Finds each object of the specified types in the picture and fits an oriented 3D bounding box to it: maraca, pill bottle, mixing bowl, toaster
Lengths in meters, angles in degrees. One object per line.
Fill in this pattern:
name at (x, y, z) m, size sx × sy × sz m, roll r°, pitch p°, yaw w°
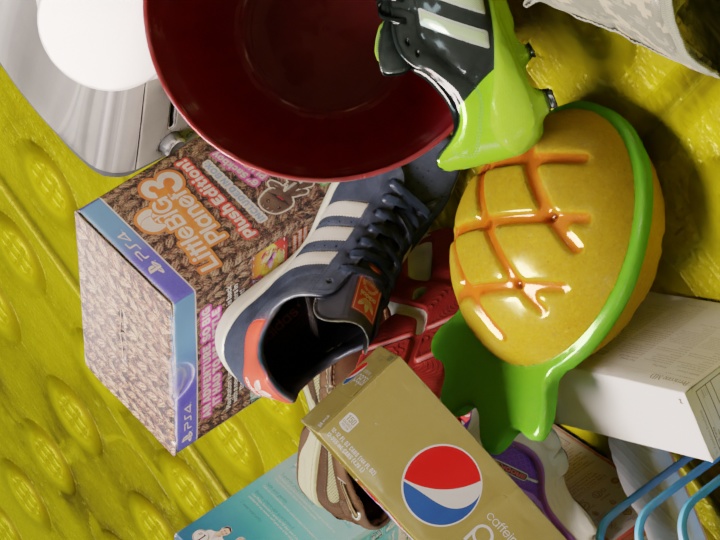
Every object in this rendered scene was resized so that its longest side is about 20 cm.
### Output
maraca at (0.099, 0.003, 1.489) m, size 0.137 × 0.107 × 0.200 m, roll 42°, pitch 113°, yaw 52°
pill bottle at (-0.134, -0.180, 1.621) m, size 0.200 × 0.111 × 0.111 m, roll -74°, pitch -36°, yaw -65°
mixing bowl at (-0.019, -0.145, 1.523) m, size 0.200 × 0.200 × 0.108 m, roll 56°, pitch 179°, yaw 2°
toaster at (-0.178, -0.173, 1.826) m, size 0.200 × 0.113 × 0.129 m, roll 51°, pitch 150°, yaw 18°

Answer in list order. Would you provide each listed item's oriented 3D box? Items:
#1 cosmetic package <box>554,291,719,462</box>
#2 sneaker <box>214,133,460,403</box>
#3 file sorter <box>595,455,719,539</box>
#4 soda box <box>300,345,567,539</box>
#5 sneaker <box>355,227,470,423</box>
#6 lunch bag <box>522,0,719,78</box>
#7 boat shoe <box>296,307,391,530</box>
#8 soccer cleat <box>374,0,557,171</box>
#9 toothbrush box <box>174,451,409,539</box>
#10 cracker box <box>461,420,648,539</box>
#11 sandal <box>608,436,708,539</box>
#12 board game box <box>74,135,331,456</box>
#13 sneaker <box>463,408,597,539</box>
cosmetic package at (0.156, 0.054, 1.528) m, size 0.200 × 0.082 × 0.051 m, roll 11°, pitch 129°, yaw 57°
sneaker at (0.000, 0.000, 1.617) m, size 0.075 × 0.200 × 0.085 m, roll 37°, pitch -176°, yaw -30°
file sorter at (0.238, 0.154, 1.450) m, size 0.139 × 0.123 × 0.200 m, roll 59°, pitch 155°, yaw -3°
soda box at (0.059, 0.137, 1.493) m, size 0.200 × 0.064 × 0.068 m, roll 47°, pitch 175°, yaw -9°
sneaker at (0.059, 0.069, 1.649) m, size 0.078 × 0.200 × 0.116 m, roll -20°, pitch 119°, yaw 24°
lunch bag at (0.121, -0.201, 1.261) m, size 0.164 × 0.117 × 0.200 m, roll 29°, pitch 138°, yaw 43°
boat shoe at (0.005, 0.083, 1.737) m, size 0.075 × 0.075 × 0.203 m, roll 39°, pitch 145°, yaw 37°
soccer cleat at (0.037, -0.150, 1.439) m, size 0.068 × 0.081 × 0.201 m, roll -9°, pitch -103°, yaw -87°
toothbrush box at (-0.027, 0.196, 1.872) m, size 0.085 × 0.200 × 0.147 m, roll 42°, pitch 149°, yaw 27°
cracker box at (0.118, 0.166, 1.747) m, size 0.200 × 0.058 × 0.134 m, roll 33°, pitch 145°, yaw 41°
sandal at (0.208, 0.165, 1.583) m, size 0.079 × 0.059 × 0.207 m, roll 17°, pitch 129°, yaw 68°
board game box at (-0.073, -0.007, 1.722) m, size 0.097 × 0.200 × 0.160 m, roll 43°, pitch 150°, yaw 27°
sneaker at (0.084, 0.151, 1.613) m, size 0.081 × 0.083 × 0.200 m, roll 32°, pitch 159°, yaw 37°
